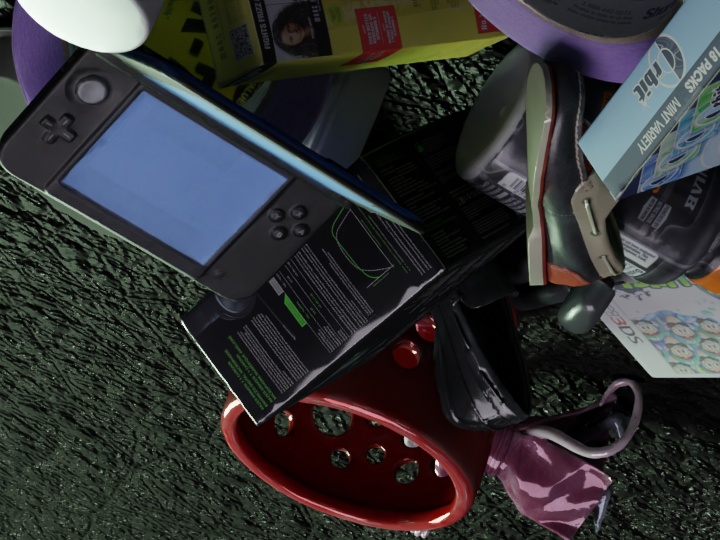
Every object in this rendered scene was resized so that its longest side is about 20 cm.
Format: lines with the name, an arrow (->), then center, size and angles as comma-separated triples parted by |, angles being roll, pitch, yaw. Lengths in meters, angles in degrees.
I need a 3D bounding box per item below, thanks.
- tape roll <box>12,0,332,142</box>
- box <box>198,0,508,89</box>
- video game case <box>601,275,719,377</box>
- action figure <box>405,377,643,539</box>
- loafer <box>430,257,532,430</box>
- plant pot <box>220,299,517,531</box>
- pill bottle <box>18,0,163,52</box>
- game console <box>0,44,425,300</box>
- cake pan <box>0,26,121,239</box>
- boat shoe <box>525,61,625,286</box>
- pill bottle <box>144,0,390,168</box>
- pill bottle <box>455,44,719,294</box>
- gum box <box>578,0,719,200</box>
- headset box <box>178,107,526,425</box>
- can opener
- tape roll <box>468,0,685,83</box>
tape roll -> -0.114, -0.148, 1.603 | 0.199, 0.201, 0.066 | 23, -163, -5
box -> -0.002, -0.158, 1.524 | 0.199, 0.076, 0.050 | -9, 174, -40
video game case -> 0.253, 0.022, 1.848 | 0.199, 0.024, 0.182 | -2, 145, 39
action figure -> 0.109, 0.141, 2.049 | 0.199, 0.135, 0.149 | 18, 152, -1
loafer -> 0.080, 0.013, 1.809 | 0.070, 0.202, 0.068 | -9, -175, 41
plant pot -> 0.016, 0.070, 1.927 | 0.199, 0.183, 0.201 | 16, 154, 8
pill bottle -> -0.122, -0.227, 1.458 | 0.112, 0.201, 0.112 | 16, 153, 9
game console -> -0.091, -0.048, 1.516 | 0.199, 0.119, 0.171 | 31, 119, -27
cake pan -> -0.210, -0.094, 1.885 | 0.200, 0.037, 0.201 | 32, 156, 16
boat shoe -> 0.130, -0.056, 1.543 | 0.062, 0.072, 0.201 | -1, 145, 4
pill bottle -> -0.089, -0.130, 1.709 | 0.199, 0.115, 0.114 | 23, 153, -6
pill bottle -> 0.169, -0.060, 1.668 | 0.199, 0.107, 0.106 | 28, 152, -16
gum box -> 0.236, -0.125, 1.395 | 0.045, 0.199, 0.170 | 58, 144, 18
headset box -> 0.000, 0.000, 1.710 | 0.200, 0.174, 0.093 | -41, 83, 31
can opener -> 0.131, 0.012, 1.796 | 0.053, 0.067, 0.200 | 35, 165, -11
tape roll -> 0.132, -0.200, 1.433 | 0.199, 0.066, 0.201 | 24, 147, 17
